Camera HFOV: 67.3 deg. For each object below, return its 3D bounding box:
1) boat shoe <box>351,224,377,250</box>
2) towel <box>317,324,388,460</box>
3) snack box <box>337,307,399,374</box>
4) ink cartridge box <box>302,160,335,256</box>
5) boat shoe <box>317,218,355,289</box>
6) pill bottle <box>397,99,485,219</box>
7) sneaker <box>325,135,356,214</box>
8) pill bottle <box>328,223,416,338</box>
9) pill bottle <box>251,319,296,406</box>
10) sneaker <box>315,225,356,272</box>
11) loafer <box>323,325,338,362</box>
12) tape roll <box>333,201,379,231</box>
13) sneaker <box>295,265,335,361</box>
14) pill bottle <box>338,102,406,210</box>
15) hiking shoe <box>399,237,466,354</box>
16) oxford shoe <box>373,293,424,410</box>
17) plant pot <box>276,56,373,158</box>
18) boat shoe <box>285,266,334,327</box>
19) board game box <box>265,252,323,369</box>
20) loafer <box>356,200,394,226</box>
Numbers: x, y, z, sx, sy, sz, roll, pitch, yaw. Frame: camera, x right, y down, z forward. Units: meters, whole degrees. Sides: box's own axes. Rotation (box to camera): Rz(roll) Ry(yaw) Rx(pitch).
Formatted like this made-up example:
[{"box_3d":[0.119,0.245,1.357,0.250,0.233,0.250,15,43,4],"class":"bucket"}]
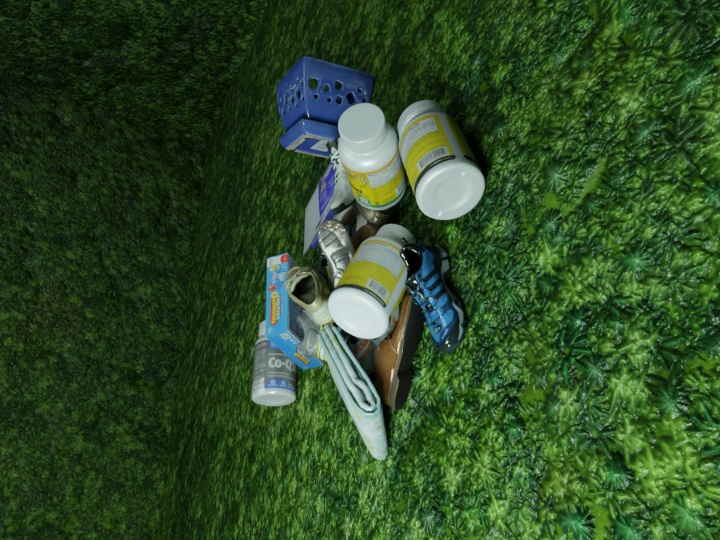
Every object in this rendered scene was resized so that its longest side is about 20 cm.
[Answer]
[{"box_3d":[0.000,0.000,1.125,0.071,0.064,0.203,50,126,49],"class":"boat shoe"},{"box_3d":[-0.009,0.210,0.952,0.201,0.048,0.173,57,168,40],"class":"towel"},{"box_3d":[0.011,0.142,1.071,0.200,0.037,0.118,-37,47,52],"class":"snack box"},{"box_3d":[-0.090,-0.160,1.383,0.199,0.043,0.202,-56,24,35],"class":"ink cartridge box"},{"box_3d":[-0.026,-0.006,1.050,0.073,0.073,0.203,-92,-14,-78],"class":"boat shoe"},{"box_3d":[0.128,-0.192,0.913,0.115,0.113,0.202,-54,34,37],"class":"pill bottle"},{"box_3d":[-0.050,-0.222,1.204,0.075,0.115,0.202,-21,35,38],"class":"sneaker"},{"box_3d":[0.030,0.012,0.952,0.112,0.112,0.201,-42,13,49],"class":"pill bottle"},{"box_3d":[-0.220,0.236,1.401,0.114,0.112,0.203,-41,43,49],"class":"pill bottle"},{"box_3d":[-0.067,-0.008,1.180,0.203,0.072,0.082,-65,15,11],"class":"sneaker"},{"box_3d":[-0.088,0.123,1.235,0.202,0.072,0.072,-98,24,-44],"class":"loafer"},{"box_3d":[-0.019,-0.086,1.239,0.202,0.037,0.206,-39,44,51],"class":"tape roll"},{"box_3d":[-0.087,0.080,1.077,0.074,0.079,0.203,88,-175,-59],"class":"sneaker"},{"box_3d":[0.020,-0.209,1.004,0.201,0.111,0.115,65,-157,-63],"class":"pill bottle"},{"box_3d":[0.108,0.043,0.872,0.075,0.085,0.202,-51,36,40],"class":"hiking shoe"},{"box_3d":[0.059,0.130,0.925,0.070,0.071,0.204,16,92,33],"class":"oxford shoe"},{"box_3d":[-0.096,-0.397,1.370,0.199,0.197,0.184,-9,77,62],"class":"plant pot"},{"box_3d":[-0.103,0.035,1.032,0.073,0.063,0.201,-43,35,2],"class":"boat shoe"},{"box_3d":[-0.149,0.097,1.247,0.055,0.201,0.199,-14,55,13],"class":"board game box"},{"box_3d":[0.032,-0.177,1.136,0.068,0.075,0.202,122,149,-43],"class":"loafer"}]
